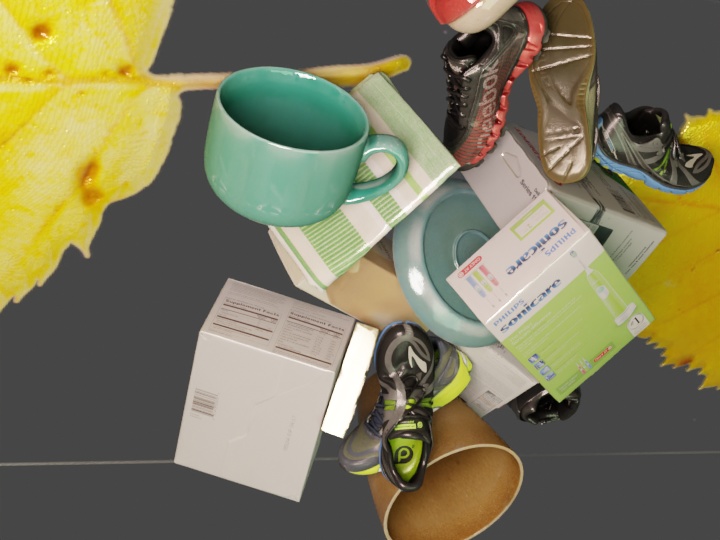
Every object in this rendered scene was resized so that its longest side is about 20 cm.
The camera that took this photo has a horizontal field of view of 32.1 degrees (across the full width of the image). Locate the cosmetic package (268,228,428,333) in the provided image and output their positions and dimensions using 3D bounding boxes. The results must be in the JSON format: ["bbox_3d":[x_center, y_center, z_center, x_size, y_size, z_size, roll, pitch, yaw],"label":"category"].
[{"bbox_3d":[0.000,0.000,1.414,0.071,0.105,0.200,-46,135,16],"label":"cosmetic package"}]

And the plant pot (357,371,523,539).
[{"bbox_3d":[0.077,0.218,1.573,0.186,0.200,0.186,-15,133,-16],"label":"plant pot"}]

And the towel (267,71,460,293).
[{"bbox_3d":[-0.011,-0.093,1.301,0.200,0.153,0.023,-43,154,13],"label":"towel"}]

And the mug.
[{"bbox_3d":[-0.065,-0.106,1.233,0.152,0.185,0.114,-34,151,-47],"label":"mug"}]

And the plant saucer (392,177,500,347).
[{"bbox_3d":[0.125,-0.013,1.421,0.200,0.200,0.027,9,162,-34],"label":"plant saucer"}]

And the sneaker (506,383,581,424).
[{"bbox_3d":[0.284,0.144,1.683,0.200,0.111,0.077,-19,134,-14],"label":"sneaker"}]

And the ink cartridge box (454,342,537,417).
[{"bbox_3d":[0.152,0.115,1.556,0.050,0.109,0.200,-52,179,-23],"label":"ink cartridge box"}]

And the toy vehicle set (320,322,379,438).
[{"bbox_3d":[-0.010,0.128,1.447,0.027,0.200,0.124,18,85,3],"label":"toy vehicle set"}]

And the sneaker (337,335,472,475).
[{"bbox_3d":[0.041,0.152,1.462,0.200,0.074,0.081,-48,136,-11],"label":"sneaker"}]

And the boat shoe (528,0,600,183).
[{"bbox_3d":[0.223,-0.193,1.352,0.072,0.201,0.066,-2,178,17],"label":"boat shoe"}]

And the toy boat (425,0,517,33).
[{"bbox_3d":[0.126,-0.334,1.201,0.200,0.131,0.131,-43,105,11],"label":"toy boat"}]

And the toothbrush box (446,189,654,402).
[{"bbox_3d":[0.209,0.032,1.354,0.146,0.086,0.200,-42,137,5],"label":"toothbrush box"}]

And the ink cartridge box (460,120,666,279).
[{"bbox_3d":[0.231,-0.081,1.438,0.200,0.147,0.083,17,121,-36],"label":"ink cartridge box"}]

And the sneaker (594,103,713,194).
[{"bbox_3d":[0.354,-0.148,1.488,0.200,0.071,0.083,13,126,-33],"label":"sneaker"}]

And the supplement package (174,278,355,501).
[{"bbox_3d":[-0.111,0.136,1.421,0.156,0.111,0.200,18,124,3],"label":"supplement package"}]

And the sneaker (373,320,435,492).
[{"bbox_3d":[0.055,0.152,1.384,0.071,0.083,0.200,-3,104,-12],"label":"sneaker"}]

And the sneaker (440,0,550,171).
[{"bbox_3d":[0.120,-0.197,1.329,0.098,0.071,0.200,2,124,-34],"label":"sneaker"}]
